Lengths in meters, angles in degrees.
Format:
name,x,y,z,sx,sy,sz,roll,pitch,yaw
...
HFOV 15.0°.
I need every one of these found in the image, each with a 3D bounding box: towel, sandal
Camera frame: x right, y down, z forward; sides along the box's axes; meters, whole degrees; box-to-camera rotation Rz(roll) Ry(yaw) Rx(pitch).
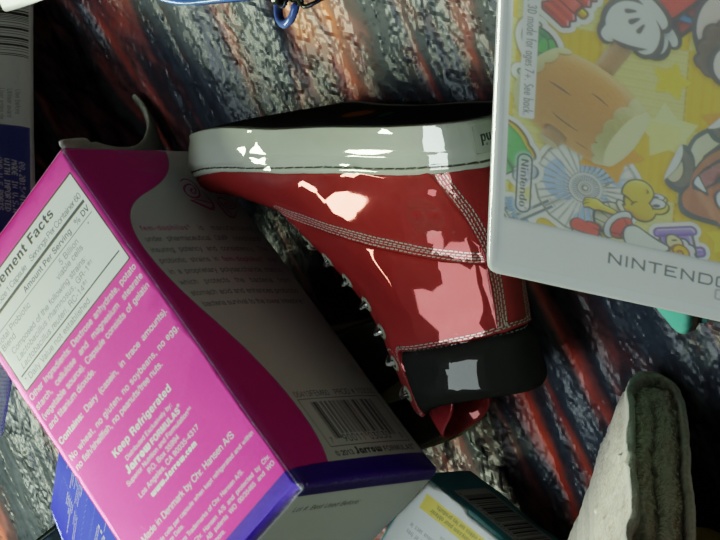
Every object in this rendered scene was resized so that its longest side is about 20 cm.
name,x,y,z,sx,sy,sz,roll,pitch,yaw
towel,0.097,0.143,1.081,0.034,0.200,0.133,17,118,-5
sandal,-0.011,0.055,1.292,0.200,0.057,0.080,-3,99,40

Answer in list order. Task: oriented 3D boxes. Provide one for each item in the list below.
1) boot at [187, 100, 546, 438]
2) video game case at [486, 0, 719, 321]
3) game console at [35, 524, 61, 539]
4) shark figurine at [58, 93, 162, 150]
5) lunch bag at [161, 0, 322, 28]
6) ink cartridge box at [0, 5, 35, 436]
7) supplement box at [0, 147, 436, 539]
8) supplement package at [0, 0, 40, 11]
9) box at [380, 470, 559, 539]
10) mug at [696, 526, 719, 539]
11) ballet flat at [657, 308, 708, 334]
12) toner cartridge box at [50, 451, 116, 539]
name,x,y,z,sx,sy,sz,roll,pitch,yaw
boot,0.000,0.000,1.207,0.199,0.072,0.145,6,109,49
video game case,0.134,-0.067,0.959,0.181,0.023,0.201,12,126,17
game console,-0.157,0.231,1.552,0.177,0.116,0.200,60,146,5
shark figurine,-0.143,0.010,1.415,0.129,0.089,0.214,59,149,6
lunch bag,-0.047,-0.197,1.098,0.136,0.132,0.201,2,113,54
ink cartridge box,-0.198,-0.019,1.422,0.201,0.043,0.197,107,162,-47
supplement box,-0.077,0.048,1.236,0.103,0.101,0.200,-48,63,27
supplement package,-0.126,-0.231,1.202,0.109,0.113,0.201,-8,107,56
box,0.020,0.197,1.252,0.082,0.049,0.201,37,107,28
mug,0.152,0.193,1.080,0.186,0.149,0.154,30,127,31
ballet flat,0.100,-0.067,1.030,0.067,0.070,0.201,-98,5,-60
toner cartridge box,-0.117,0.112,1.394,0.200,0.043,0.095,108,141,-57
